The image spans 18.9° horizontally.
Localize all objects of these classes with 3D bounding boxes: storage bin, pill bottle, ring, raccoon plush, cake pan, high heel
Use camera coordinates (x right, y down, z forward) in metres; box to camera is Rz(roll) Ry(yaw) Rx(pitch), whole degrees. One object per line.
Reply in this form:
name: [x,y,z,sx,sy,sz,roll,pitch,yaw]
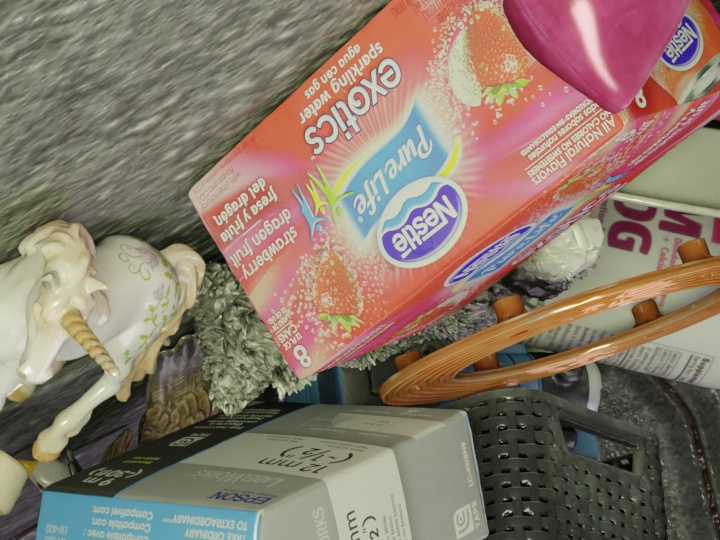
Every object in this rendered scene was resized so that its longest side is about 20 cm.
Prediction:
storage bin: [0.047,0.140,1.111,0.200,0.094,0.135,-22,150,37]
pill bottle: [0.155,-0.003,1.112,0.199,0.114,0.113,13,166,-2]
ring: [0.102,0.022,0.976,0.200,0.019,0.200,-18,169,-4]
raccoon plush: [0.000,0.000,0.975,0.134,0.097,0.200,-21,172,-28]
cake pan: [0.128,-0.052,0.965,0.199,0.037,0.200,9,-173,-1]
high heel: [0.123,-0.121,0.733,0.200,0.096,0.067,-24,168,-40]

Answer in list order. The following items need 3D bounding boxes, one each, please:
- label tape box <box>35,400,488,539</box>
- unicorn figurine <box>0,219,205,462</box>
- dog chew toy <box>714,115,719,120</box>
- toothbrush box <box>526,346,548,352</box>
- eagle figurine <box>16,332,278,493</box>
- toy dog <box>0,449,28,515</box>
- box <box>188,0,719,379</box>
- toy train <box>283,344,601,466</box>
label tape box: [-0.063,0.115,0.940,0.143,0.066,0.200,0,-167,43]
unicorn figurine: [-0.121,0.024,0.837,0.137,0.074,0.200,-46,180,25]
dog chew toy: [0.240,-0.108,1.118,0.124,0.125,0.200,-21,169,-48]
toothbrush box: [0.149,-0.003,1.246,0.199,0.086,0.146,-2,166,-8]
eagle figurine: [-0.126,0.135,1.218,0.150,0.152,0.200,-1,161,-31]
toy dog: [-0.208,0.123,0.967,0.132,0.096,0.200,-59,174,-35]
box: [0.040,-0.051,0.838,0.100,0.096,0.200,-20,165,-49]
toy train: [0.044,0.078,1.201,0.199,0.087,0.114,2,153,-19]
